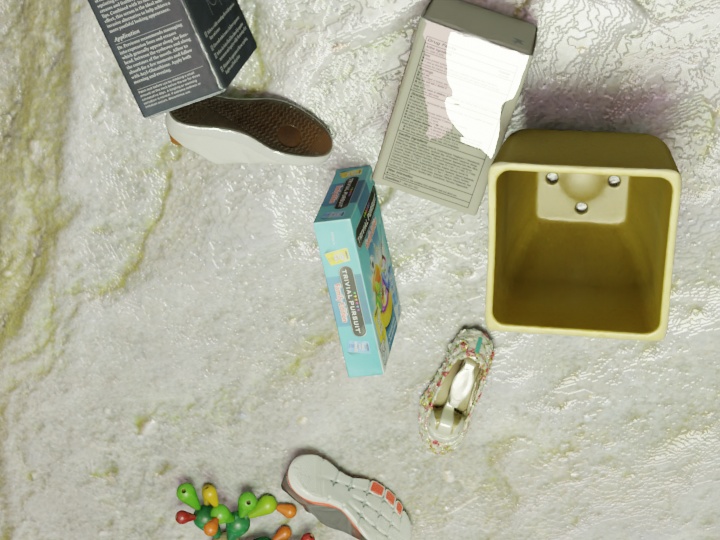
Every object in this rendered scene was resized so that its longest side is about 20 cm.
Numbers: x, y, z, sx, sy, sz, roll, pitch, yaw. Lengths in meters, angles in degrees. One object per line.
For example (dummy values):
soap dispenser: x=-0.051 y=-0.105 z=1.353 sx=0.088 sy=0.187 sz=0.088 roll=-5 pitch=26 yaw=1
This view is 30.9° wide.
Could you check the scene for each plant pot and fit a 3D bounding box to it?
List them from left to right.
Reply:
plant pot: x=0.242 y=-0.061 z=1.426 sx=0.192 sy=0.200 sz=0.197 roll=4 pitch=117 yaw=10

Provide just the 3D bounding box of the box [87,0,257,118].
box: x=-0.214 y=-0.295 z=1.426 sx=0.106 sy=0.149 sz=0.201 roll=-16 pitch=113 yaw=18

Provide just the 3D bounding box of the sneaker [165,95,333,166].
sneaker: x=-0.132 y=-0.159 z=1.540 sx=0.198 sy=0.073 sz=0.085 roll=14 pitch=153 yaw=-4

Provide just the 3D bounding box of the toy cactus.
toy cactus: x=-0.175 y=0.373 z=1.807 sx=0.198 sy=0.103 sz=0.166 roll=21 pitch=129 yaw=-9

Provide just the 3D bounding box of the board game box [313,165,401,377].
board game box: x=0.000 y=0.000 z=1.534 sx=0.046 sy=0.151 sz=0.202 roll=-6 pitch=116 yaw=13

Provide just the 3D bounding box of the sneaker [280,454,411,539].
sneaker: x=-0.021 y=0.319 z=1.765 sx=0.199 sy=0.077 sz=0.082 roll=36 pitch=145 yaw=-7

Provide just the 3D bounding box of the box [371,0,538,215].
box: x=0.105 y=-0.185 z=1.441 sx=0.127 sy=0.109 sz=0.201 roll=19 pitch=119 yaw=2

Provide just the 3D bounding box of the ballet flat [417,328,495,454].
ballet flat: x=0.115 y=0.164 z=1.646 sx=0.075 sy=0.064 sz=0.201 roll=16 pitch=120 yaw=2
